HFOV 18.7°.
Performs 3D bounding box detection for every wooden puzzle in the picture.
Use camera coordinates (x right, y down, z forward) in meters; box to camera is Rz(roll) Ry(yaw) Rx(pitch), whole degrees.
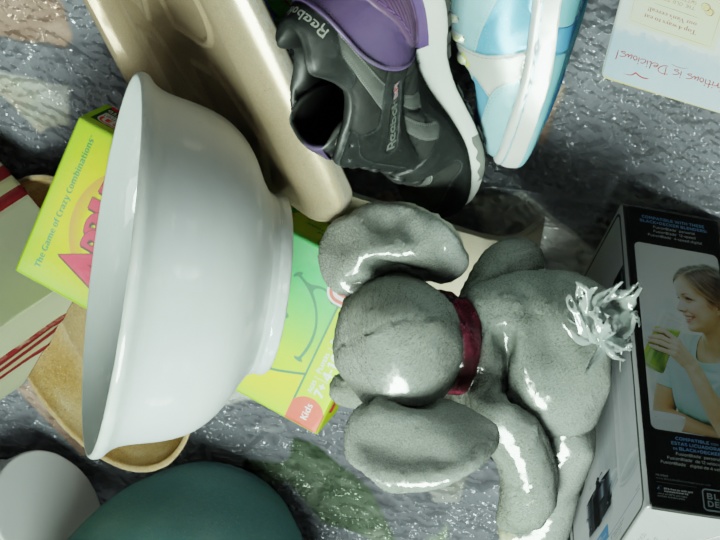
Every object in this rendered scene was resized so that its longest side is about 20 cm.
[{"bbox_3d":[-0.085,-0.132,1.164,0.200,0.046,0.186,29,151,52],"label":"wooden puzzle"}]

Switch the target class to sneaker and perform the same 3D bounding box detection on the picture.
[{"bbox_3d":[0.001,-0.081,1.094,0.076,0.088,0.200,35,159,33],"label":"sneaker"},{"bbox_3d":[0.050,-0.149,1.100,0.130,0.080,0.201,16,129,7],"label":"sneaker"}]

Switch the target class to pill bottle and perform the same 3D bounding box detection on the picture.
[{"bbox_3d":[-0.282,0.205,1.604,0.116,0.116,0.200,42,137,-19],"label":"pill bottle"}]

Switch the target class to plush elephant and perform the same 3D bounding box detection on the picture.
[{"bbox_3d":[0.049,0.050,1.146,0.154,0.166,0.200,5,156,-7],"label":"plush elephant"}]

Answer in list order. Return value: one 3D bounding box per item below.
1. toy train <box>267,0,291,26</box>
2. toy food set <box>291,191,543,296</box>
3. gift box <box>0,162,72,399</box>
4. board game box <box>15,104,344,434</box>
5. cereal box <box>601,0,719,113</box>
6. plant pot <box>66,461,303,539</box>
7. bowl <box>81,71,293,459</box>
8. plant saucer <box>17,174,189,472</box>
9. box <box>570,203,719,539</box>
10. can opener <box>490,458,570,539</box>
[{"bbox_3d":[-0.024,-0.143,1.172,0.056,0.042,0.200,-14,127,49],"label":"toy train"},{"bbox_3d":[0.000,0.000,1.306,0.199,0.060,0.144,18,127,6],"label":"toy food set"},{"bbox_3d":[-0.287,0.029,1.328,0.200,0.187,0.185,44,140,12],"label":"gift box"},{"bbox_3d":[-0.086,-0.002,1.248,0.199,0.048,0.102,28,109,6],"label":"board game box"},{"bbox_3d":[0.204,-0.154,1.047,0.143,0.040,0.200,19,139,8],"label":"cereal box"},{"bbox_3d":[-0.111,0.213,1.510,0.199,0.135,0.201,12,137,11],"label":"plant pot"},{"bbox_3d":[-0.088,0.002,1.140,0.090,0.202,0.201,7,141,-11],"label":"bowl"},{"bbox_3d":[-0.159,0.029,1.372,0.200,0.035,0.201,27,130,37],"label":"plant saucer"},{"bbox_3d":[0.156,0.078,1.187,0.060,0.201,0.117,10,142,-11],"label":"box"},{"bbox_3d":[0.112,0.101,1.345,0.078,0.064,0.200,-17,144,2],"label":"can opener"}]
